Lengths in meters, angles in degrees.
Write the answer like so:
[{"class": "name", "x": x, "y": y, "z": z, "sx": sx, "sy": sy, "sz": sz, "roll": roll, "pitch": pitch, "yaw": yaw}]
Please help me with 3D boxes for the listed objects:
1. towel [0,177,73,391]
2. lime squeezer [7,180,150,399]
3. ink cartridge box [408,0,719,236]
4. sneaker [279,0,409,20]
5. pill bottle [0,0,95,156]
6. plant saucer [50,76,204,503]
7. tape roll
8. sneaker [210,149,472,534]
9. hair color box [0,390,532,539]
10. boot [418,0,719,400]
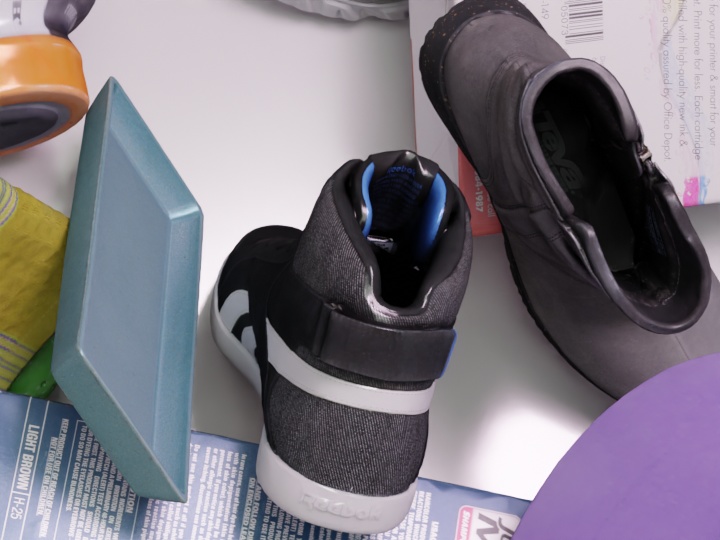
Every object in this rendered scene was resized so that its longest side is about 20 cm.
[{"class": "towel", "x": -0.168, "y": 0.023, "z": 0.944, "sx": 0.023, "sy": 0.200, "sz": 0.144, "roll": 41, "pitch": 92, "yaw": 23}, {"class": "lime squeezer", "x": -0.157, "y": 0.028, "z": 1.054, "sx": 0.200, "sy": 0.038, "sz": 0.071, "roll": -22, "pitch": 78, "yaw": -16}, {"class": "ink cartridge box", "x": 0.123, "y": -0.089, "z": 1.105, "sx": 0.200, "sy": 0.068, "sz": 0.117, "roll": -7, "pitch": 110, "yaw": -14}, {"class": "sneaker", "x": 0.034, "y": -0.168, "z": 1.144, "sx": 0.200, "sy": 0.078, "sz": 0.099, "roll": -17, "pitch": 52, "yaw": -10}, {"class": "pill bottle", "x": -0.160, "y": -0.144, "z": 1.070, "sx": 0.106, "sy": 0.106, "sz": 0.200, "roll": -13, "pitch": 76, "yaw": -15}, {"class": "plant saucer", "x": -0.082, "y": 0.004, "z": 1.002, "sx": 0.019, "sy": 0.200, "sz": 0.070, "roll": -25, "pitch": 118, "yaw": 13}, {"class": "tape roll", "x": 0.139, "y": 0.135, "z": 0.994, "sx": 0.200, "sy": 0.200, "sz": 0.085, "roll": -45, "pitch": 41, "yaw": -20}, {"class": "sneaker", "x": 0.000, "y": 0.000, "z": 1.001, "sx": 0.073, "sy": 0.200, "sz": 0.112, "roll": 12, "pitch": 111, "yaw": -15}, {"class": "hair color box", "x": -0.045, "y": 0.103, "z": 1.019, "sx": 0.200, "sy": 0.100, "sz": 0.061, "roll": 13, "pitch": 68, "yaw": -7}, {"class": "boot", "x": 0.093, "y": -0.002, "z": 1.018, "sx": 0.070, "sy": 0.132, "sz": 0.200, "roll": -39, "pitch": 115, "yaw": 0}]
